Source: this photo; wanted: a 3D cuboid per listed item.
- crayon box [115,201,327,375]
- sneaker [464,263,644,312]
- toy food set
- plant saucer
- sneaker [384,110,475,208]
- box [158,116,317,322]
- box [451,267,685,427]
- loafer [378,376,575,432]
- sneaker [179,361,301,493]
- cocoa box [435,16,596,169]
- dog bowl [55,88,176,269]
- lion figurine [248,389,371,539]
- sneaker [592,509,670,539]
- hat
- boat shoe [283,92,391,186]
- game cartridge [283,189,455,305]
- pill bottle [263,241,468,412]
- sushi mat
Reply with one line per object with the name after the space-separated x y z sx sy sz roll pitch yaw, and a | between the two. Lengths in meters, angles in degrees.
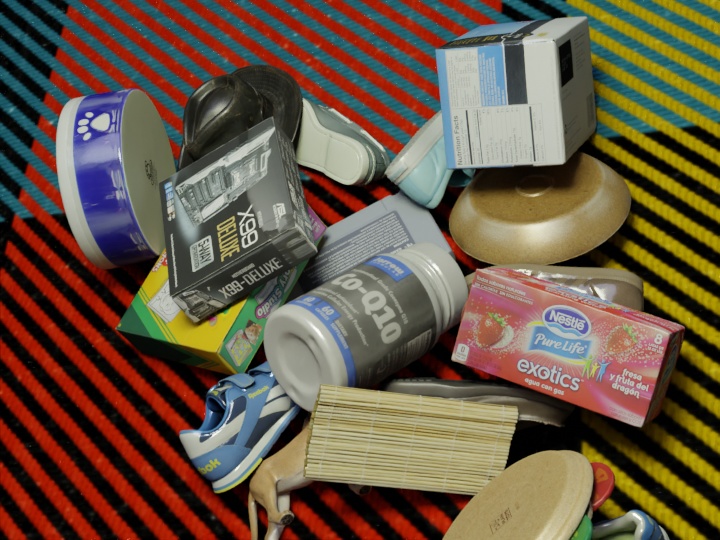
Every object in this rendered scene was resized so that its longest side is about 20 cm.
-0.155 0.009 1.551 0.171 0.058 0.201 7 60 43 | crayon box
0.189 0.040 1.428 0.197 0.071 0.076 -3 59 20 | sneaker
0.142 0.240 1.254 0.198 0.049 0.200 -47 12 -8 | toy food set
0.189 -0.079 1.501 0.198 0.036 0.201 -11 36 8 | plant saucer
0.102 -0.136 1.595 0.074 0.082 0.200 -35 10 49 | sneaker
-0.136 -0.058 1.513 0.157 0.050 0.201 -29 40 13 | box
0.200 0.070 1.345 0.198 0.100 0.097 19 98 21 | box
0.115 0.145 1.390 0.197 0.073 0.072 1 90 19 | loafer
-0.109 0.132 1.443 0.201 0.082 0.074 -52 12 -28 | sneaker
0.171 -0.194 1.509 0.130 0.135 0.200 -2 16 20 | cocoa box
-0.278 -0.107 1.620 0.078 0.201 0.202 -9 52 10 | dog bowl
-0.058 0.196 1.403 0.199 0.073 0.123 -33 45 -1 | lion figurine
0.184 0.274 1.253 0.199 0.077 0.076 -32 52 -1 | sneaker
-0.165 -0.172 1.671 0.199 0.081 0.203 -14 62 27 | hat
-0.037 -0.156 1.673 0.061 0.074 0.200 -3 28 -39 | boat shoe
0.000 0.000 1.548 0.198 0.041 0.134 -27 47 -1 | game cartridge
0.010 0.052 1.402 0.113 0.115 0.199 31 44 34 | pill bottle
0.047 0.164 1.330 0.197 0.097 0.012 7 17 -10 | sushi mat
